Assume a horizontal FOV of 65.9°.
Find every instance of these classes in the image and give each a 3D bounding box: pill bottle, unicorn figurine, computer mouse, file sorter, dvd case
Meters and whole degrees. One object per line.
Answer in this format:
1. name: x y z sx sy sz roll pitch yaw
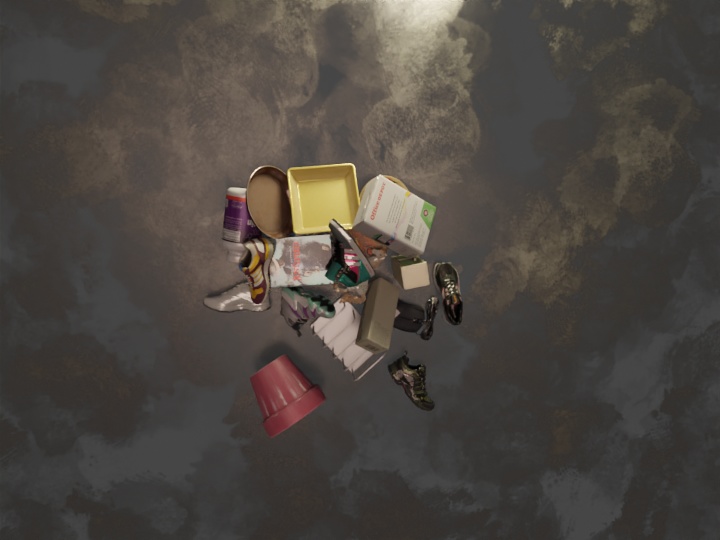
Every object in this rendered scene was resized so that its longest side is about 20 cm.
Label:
1. pill bottle: -0.333 -0.128 1.576 0.110 0.113 0.204 7 99 -7
2. unicorn figurine: 0.000 0.000 1.617 0.135 0.074 0.204 10 100 -16
3. computer mouse: 0.142 0.136 1.696 0.196 0.053 0.141 12 99 -7
4. file sorter: -0.035 0.206 1.655 0.138 0.125 0.201 -41 101 3
5. dvd case: -0.177 -0.026 1.590 0.196 0.022 0.149 -3 101 -1

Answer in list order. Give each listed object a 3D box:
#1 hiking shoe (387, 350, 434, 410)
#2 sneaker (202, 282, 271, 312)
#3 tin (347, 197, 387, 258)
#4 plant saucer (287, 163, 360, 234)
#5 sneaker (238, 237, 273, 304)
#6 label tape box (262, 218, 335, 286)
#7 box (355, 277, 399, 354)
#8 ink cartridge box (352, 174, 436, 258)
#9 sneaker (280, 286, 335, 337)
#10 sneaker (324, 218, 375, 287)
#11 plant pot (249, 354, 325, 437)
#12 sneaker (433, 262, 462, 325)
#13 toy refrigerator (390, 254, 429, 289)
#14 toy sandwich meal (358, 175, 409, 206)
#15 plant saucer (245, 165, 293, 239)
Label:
1. hiking shoe: 0.177 0.347 1.723 0.100 0.076 0.200 -42 100 6
2. sneaker: -0.363 0.080 1.638 0.196 0.074 0.089 -2 88 -12
3. tin: 0.012 -0.117 1.650 0.110 0.042 0.203 -17 101 2
4. plant saucer: -0.103 -0.197 1.582 0.196 0.049 0.204 -6 74 -9
5. sneaker: -0.303 0.005 1.547 0.089 0.074 0.204 -13 121 -42
6. label tape box: -0.171 -0.078 1.624 0.143 0.066 0.200 -42 102 2
7. box: 0.051 0.130 1.602 0.081 0.068 0.203 30 55 -24
8. ink cartridge box: 0.093 -0.144 1.521 0.198 0.084 0.147 26 70 -21
9. sneaker: -0.159 0.136 1.629 0.198 0.077 0.142 25 111 35
10. sneaker: -0.058 -0.032 1.522 0.120 0.084 0.201 -38 111 -6
11. plant pot: -0.228 0.359 1.638 0.198 0.200 0.181 -34 85 1
12. sneaker: 0.279 0.072 1.682 0.079 0.086 0.204 -17 100 -4
13. toy refrigerator: 0.139 -0.005 1.597 0.074 0.200 0.071 -11 100 -3
14. toy sandwich meal: 0.085 -0.174 1.603 0.202 0.070 0.210 -1 92 -25
15. plant saucer: -0.248 -0.186 1.539 0.034 0.199 0.204 -9 104 36
